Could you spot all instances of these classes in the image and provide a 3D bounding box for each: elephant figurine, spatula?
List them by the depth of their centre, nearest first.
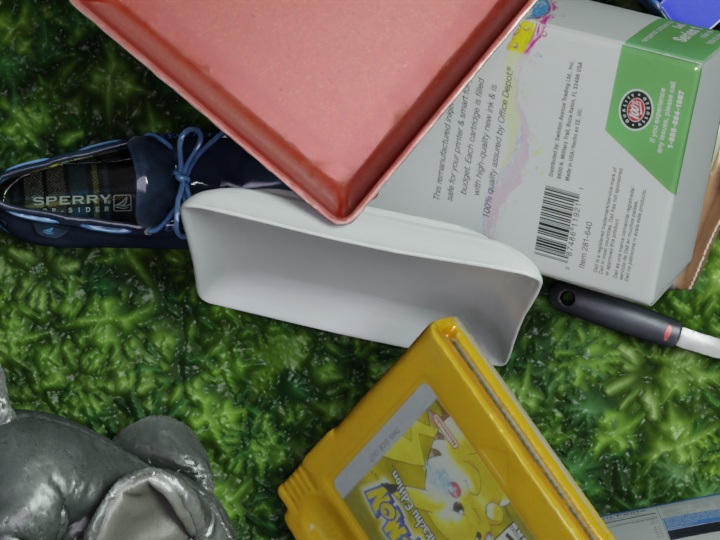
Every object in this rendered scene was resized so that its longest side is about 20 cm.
[{"bbox_3d":[-0.138,0.155,1.144,0.200,0.155,0.142,0,54,-8],"label":"elephant figurine"},{"bbox_3d":[0.213,0.044,1.155,0.200,0.021,0.057,19,99,0],"label":"spatula"}]

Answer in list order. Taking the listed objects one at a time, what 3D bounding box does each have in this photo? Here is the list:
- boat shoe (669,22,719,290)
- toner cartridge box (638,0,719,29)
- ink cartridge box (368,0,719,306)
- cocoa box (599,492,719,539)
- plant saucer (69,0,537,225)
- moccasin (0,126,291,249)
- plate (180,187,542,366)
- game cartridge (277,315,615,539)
[{"bbox_3d":[0.228,-0.078,1.114,0.072,0.076,0.200,15,106,-10],"label":"boat shoe"},{"bbox_3d":[0.237,-0.228,1.081,0.200,0.095,0.043,-40,130,7],"label":"toner cartridge box"},{"bbox_3d":[0.098,-0.083,1.065,0.200,0.084,0.145,17,115,20],"label":"ink cartridge box"},{"bbox_3d":[0.203,0.251,1.126,0.133,0.131,0.200,-12,97,4],"label":"cocoa box"},{"bbox_3d":[-0.020,-0.159,1.001,0.200,0.037,0.200,40,90,4],"label":"plant saucer"},{"bbox_3d":[-0.128,-0.044,1.126,0.200,0.068,0.081,-12,80,3],"label":"moccasin"},{"bbox_3d":[0.000,0.000,1.079,0.200,0.200,0.032,12,74,2],"label":"plate"},{"bbox_3d":[0.044,0.153,1.097,0.176,0.032,0.200,55,130,17],"label":"game cartridge"}]
